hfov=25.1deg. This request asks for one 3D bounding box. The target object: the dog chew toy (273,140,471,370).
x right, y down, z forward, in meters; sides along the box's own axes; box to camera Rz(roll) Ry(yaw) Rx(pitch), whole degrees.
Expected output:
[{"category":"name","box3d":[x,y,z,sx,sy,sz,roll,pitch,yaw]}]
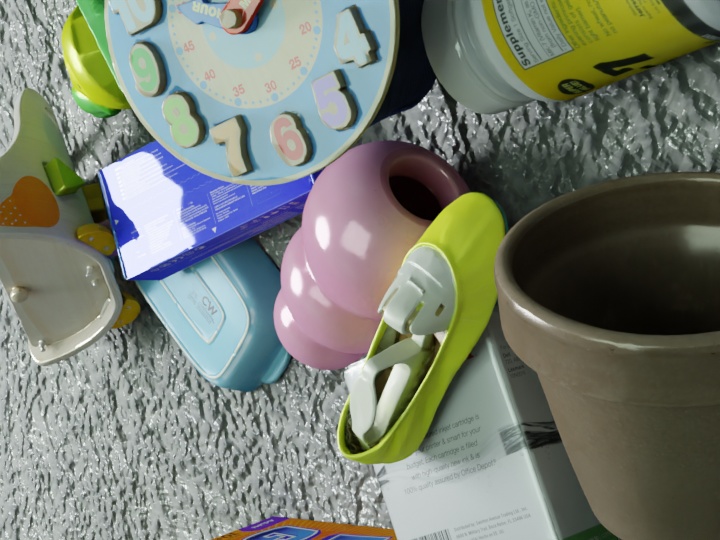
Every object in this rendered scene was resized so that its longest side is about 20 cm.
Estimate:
[{"category":"dog chew toy","box3d":[0.000,0.000,1.135,0.125,0.124,0.200,59,140,18]}]

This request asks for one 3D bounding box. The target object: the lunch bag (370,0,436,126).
[{"category":"lunch bag","box3d":[-0.022,-0.182,1.067,0.132,0.200,0.137,25,115,18]}]

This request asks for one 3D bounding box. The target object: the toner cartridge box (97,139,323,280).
[{"category":"toner cartridge box","box3d":[-0.110,-0.069,1.245,0.199,0.043,0.096,-23,76,32]}]

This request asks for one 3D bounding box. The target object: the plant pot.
[{"category":"plant pot","box3d":[0.185,0.062,0.935,0.200,0.200,0.176,17,128,41]}]

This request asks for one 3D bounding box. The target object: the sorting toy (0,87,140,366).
[{"category":"sorting toy","box3d":[-0.260,-0.053,1.368,0.200,0.106,0.181,82,175,-56]}]

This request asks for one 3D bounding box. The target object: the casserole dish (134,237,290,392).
[{"category":"casserole dish","box3d":[-0.129,0.012,1.317,0.200,0.039,0.121,51,129,24]}]

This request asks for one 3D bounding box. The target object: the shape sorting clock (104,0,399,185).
[{"category":"shape sorting clock","box3d":[-0.069,-0.149,0.962,0.199,0.039,0.201,5,101,27]}]

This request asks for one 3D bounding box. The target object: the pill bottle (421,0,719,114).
[{"category":"pill bottle","box3d":[0.138,-0.167,0.963,0.199,0.114,0.115,-18,86,46]}]

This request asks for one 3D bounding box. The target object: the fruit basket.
[{"category":"fruit basket","box3d":[-0.183,-0.196,1.265,0.214,0.155,0.217,-1,89,29]}]

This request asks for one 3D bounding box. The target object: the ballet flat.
[{"category":"ballet flat","box3d":[0.034,0.043,1.025,0.067,0.067,0.201,41,123,34]}]

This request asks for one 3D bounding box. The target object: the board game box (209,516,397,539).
[{"category":"board game box","box3d":[-0.057,0.311,1.192,0.199,0.199,0.201,-2,98,45]}]

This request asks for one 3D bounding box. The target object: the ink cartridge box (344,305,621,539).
[{"category":"ink cartridge box","box3d":[0.089,0.135,1.094,0.146,0.084,0.201,-25,79,44]}]
